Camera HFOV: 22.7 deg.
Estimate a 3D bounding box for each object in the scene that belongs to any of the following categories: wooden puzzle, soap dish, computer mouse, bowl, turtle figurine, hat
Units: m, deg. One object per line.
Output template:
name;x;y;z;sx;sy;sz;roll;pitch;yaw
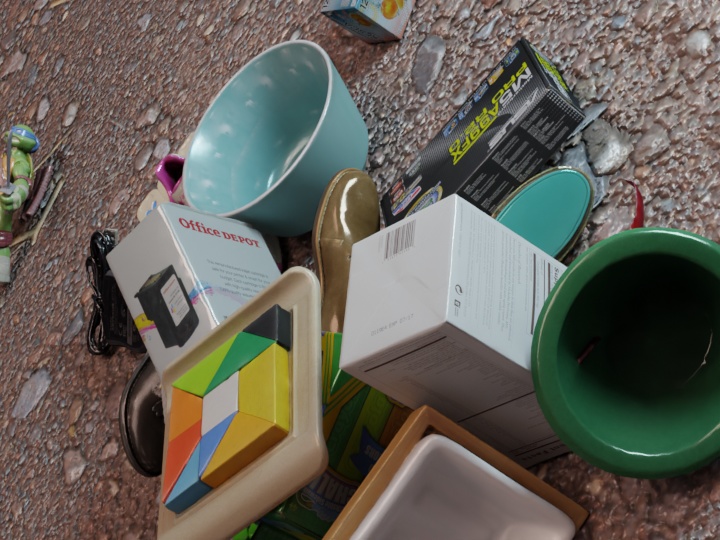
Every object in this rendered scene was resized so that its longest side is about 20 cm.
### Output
wooden puzzle;-0.101;0.112;1.419;0.185;0.037;0.201;-37;39;28
soap dish;0.048;0.213;1.317;0.200;0.157;0.081;-55;17;5
computer mouse;-0.233;0.033;1.887;0.200;0.052;0.139;14;102;61
bowl;-0.068;-0.113;1.748;0.200;0.105;0.202;-30;41;30
turtle figurine;-0.475;-0.092;2.205;0.200;0.143;0.195;-8;-69;-80
hat;0.218;0.050;1.321;0.201;0.165;0.176;-60;-8;2

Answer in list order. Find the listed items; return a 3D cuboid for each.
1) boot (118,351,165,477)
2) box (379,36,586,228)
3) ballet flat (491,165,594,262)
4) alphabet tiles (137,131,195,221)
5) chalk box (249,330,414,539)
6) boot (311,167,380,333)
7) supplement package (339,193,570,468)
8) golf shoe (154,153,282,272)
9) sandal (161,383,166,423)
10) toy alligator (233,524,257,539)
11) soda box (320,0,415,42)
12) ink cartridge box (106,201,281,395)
boot;-0.142;0.101;1.723;0.174;0.069;0.201;-4;68;42
box;0.100;-0.094;1.537;0.200;0.044;0.160;-49;16;15
ballet flat;0.119;0.001;1.464;0.200;0.071;0.071;-54;33;-9
alphabet tiles;-0.170;-0.062;1.918;0.200;0.015;0.196;-54;40;7
chalk box;-0.033;0.161;1.438;0.124;0.125;0.201;4;68;54
boot;0.000;0.000;1.580;0.075;0.073;0.201;-19;59;51
supplement package;0.096;0.050;1.329;0.113;0.200;0.110;-25;46;40
golf shoe;-0.148;-0.047;1.806;0.075;0.091;0.200;-49;46;11
sandal;-0.149;0.114;1.659;0.083;0.050;0.203;-57;29;38
toy alligator;-0.093;0.210;1.586;0.054;0.060;0.200;-14;39;-7
soda box;0.033;-0.335;1.826;0.063;0.068;0.201;3;68;53
ink cartridge box;-0.122;0.051;1.603;0.083;0.145;0.201;-41;59;23
